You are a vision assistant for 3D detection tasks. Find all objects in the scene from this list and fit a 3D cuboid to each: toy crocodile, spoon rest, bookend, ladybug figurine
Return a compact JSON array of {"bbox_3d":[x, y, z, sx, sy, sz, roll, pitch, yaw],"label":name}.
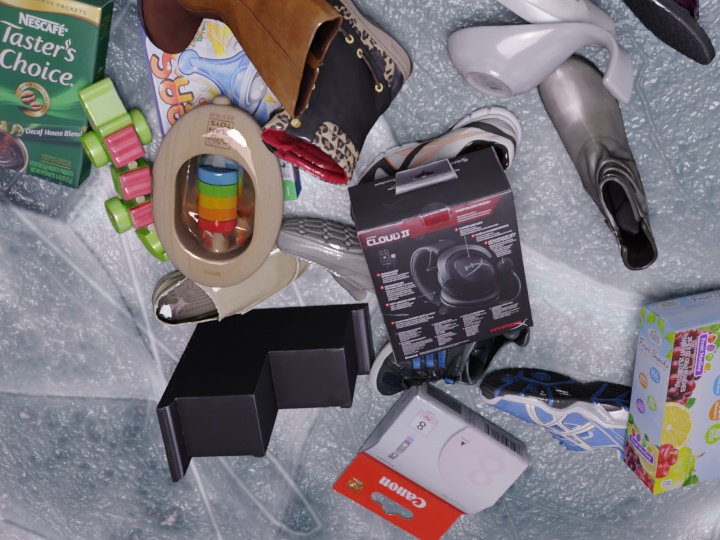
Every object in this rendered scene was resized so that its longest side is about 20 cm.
[{"bbox_3d":[-0.239,-0.101,1.001,0.067,0.062,0.202,-26,120,-21],"label":"toy crocodile"},{"bbox_3d":[0.163,-0.193,0.878,0.099,0.199,0.061,30,81,-43],"label":"spoon rest"},{"bbox_3d":[-0.091,0.125,1.033,0.198,0.199,0.093,-4,115,7],"label":"bookend"},{"bbox_3d":[-0.141,-0.082,0.970,0.134,0.072,0.202,10,117,0],"label":"ladybug figurine"}]

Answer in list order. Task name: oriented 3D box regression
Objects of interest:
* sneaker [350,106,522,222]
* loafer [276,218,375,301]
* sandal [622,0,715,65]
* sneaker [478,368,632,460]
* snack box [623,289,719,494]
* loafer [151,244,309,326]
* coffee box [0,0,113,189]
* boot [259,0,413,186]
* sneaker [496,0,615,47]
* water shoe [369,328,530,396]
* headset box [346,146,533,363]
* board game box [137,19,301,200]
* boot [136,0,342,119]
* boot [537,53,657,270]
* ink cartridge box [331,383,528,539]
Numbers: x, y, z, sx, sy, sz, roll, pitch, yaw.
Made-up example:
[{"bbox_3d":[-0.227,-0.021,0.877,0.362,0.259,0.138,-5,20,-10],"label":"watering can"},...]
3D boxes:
[{"bbox_3d":[0.071,-0.097,0.975,0.199,0.080,0.074,-30,111,20],"label":"sneaker"},{"bbox_3d":[0.000,0.000,1.026,0.198,0.070,0.070,19,115,-11],"label":"loafer"},{"bbox_3d":[0.264,-0.267,0.877,0.200,0.075,0.048,41,96,-13],"label":"sandal"},{"bbox_3d":[0.228,0.164,1.083,0.198,0.076,0.078,13,112,2],"label":"sneaker"},{"bbox_3d":[0.376,0.123,1.021,0.167,0.068,0.202,-9,118,-16],"label":"snack box"},{"bbox_3d":[-0.145,0.018,1.059,0.198,0.068,0.076,-24,111,17],"label":"loafer"},{"bbox_3d":[-0.330,-0.196,0.991,0.122,0.044,0.202,17,116,-2],"label":"coffee box"},{"bbox_3d":[-0.053,-0.187,0.894,0.199,0.152,0.073,34,156,-26],"label":"boot"},{"bbox_3d":[0.161,-0.279,0.878,0.199,0.073,0.085,29,118,-6],"label":"sneaker"},{"bbox_3d":[0.093,0.094,1.052,0.199,0.079,0.071,-38,140,21],"label":"water shoe"},{"bbox_3d":[0.078,-0.019,0.932,0.147,0.078,0.201,-16,130,3],"label":"headset box"},{"bbox_3d":[-0.141,-0.166,0.989,0.134,0.035,0.202,-4,115,8],"label":"board game box"},{"bbox_3d":[-0.105,-0.211,0.842,0.200,0.068,0.189,49,133,15],"label":"boot"},{"bbox_3d":[0.235,-0.107,0.921,0.067,0.131,0.201,-26,110,17],"label":"boot"},{"bbox_3d":[0.080,0.247,1.157,0.162,0.057,0.201,32,110,-9],"label":"ink cartridge box"}]
